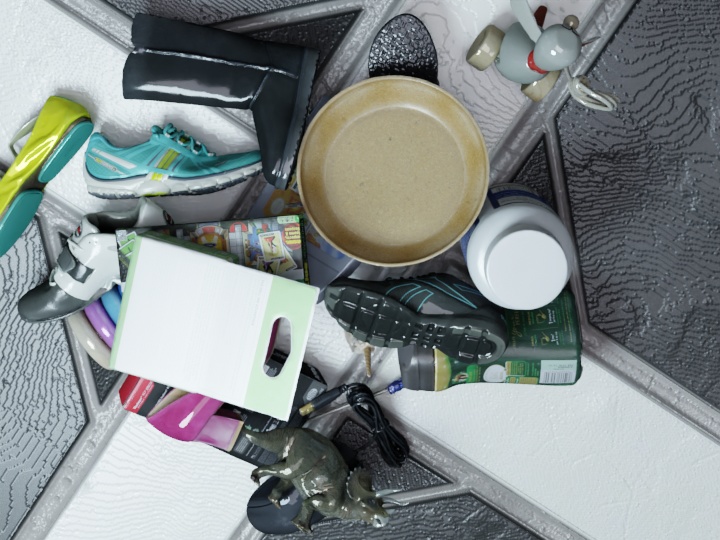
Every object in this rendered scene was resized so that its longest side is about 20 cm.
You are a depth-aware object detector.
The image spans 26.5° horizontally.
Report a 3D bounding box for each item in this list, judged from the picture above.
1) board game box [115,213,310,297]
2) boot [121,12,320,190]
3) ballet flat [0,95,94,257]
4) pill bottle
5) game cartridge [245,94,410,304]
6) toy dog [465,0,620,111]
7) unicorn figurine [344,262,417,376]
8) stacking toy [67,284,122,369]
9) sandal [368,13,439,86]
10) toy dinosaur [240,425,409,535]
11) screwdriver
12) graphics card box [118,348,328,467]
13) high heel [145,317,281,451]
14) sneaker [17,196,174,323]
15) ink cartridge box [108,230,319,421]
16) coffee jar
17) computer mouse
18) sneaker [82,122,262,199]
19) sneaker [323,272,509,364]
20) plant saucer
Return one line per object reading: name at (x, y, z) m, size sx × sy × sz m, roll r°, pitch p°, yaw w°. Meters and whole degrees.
board game box at (-0.153, 0.000, 1.582) m, size 0.200 × 0.023 × 0.105 m, roll -5°, pitch 98°, yaw 12°
boot at (-0.155, -0.178, 1.607) m, size 0.200 × 0.066 × 0.165 m, roll 12°, pitch 71°, yaw -1°
ballet flat at (-0.367, -0.104, 1.657) m, size 0.067 × 0.067 × 0.200 m, roll 38°, pitch 97°, yaw 13°
pill bottle at (0.164, -0.022, 1.605) m, size 0.111 × 0.200 × 0.111 m, roll 0°, pitch 103°, yaw 0°
game cartridge at (-0.035, -0.073, 1.636) m, size 0.133 × 0.042 × 0.200 m, roll 30°, pitch 88°, yaw 18°
toy dog at (0.192, -0.240, 1.578) m, size 0.132 × 0.200 × 0.096 m, roll 30°, pitch 84°, yaw -32°
unicorn figurine at (0.000, 0.000, 1.674) m, size 0.137 × 0.074 × 0.200 m, roll -46°, pitch 74°, yaw 6°
stacking toy at (-0.220, 0.019, 1.676) m, size 0.200 × 0.085 × 0.085 m, roll -37°, pitch 101°, yaw 3°
sandal at (0.056, -0.184, 1.653) m, size 0.075 × 0.045 × 0.200 m, roll -11°, pitch 117°, yaw 7°
toy dinosaur at (-0.054, 0.221, 1.659) m, size 0.200 × 0.077 × 0.102 m, roll 43°, pitch 78°, yaw 9°
screwdriver at (0.017, 0.144, 1.728) m, size 0.200 × 0.028 × 0.029 m, roll -26°, pitch 73°, yaw 2°
graphics card box at (-0.150, 0.130, 1.684) m, size 0.200 × 0.051 × 0.126 m, roll 27°, pitch 102°, yaw -25°
high heel at (-0.150, 0.088, 1.609) m, size 0.096 × 0.067 × 0.200 m, roll 20°, pitch 98°, yaw -16°
sneaker at (-0.294, -0.018, 1.646) m, size 0.200 × 0.074 × 0.089 m, roll -29°, pitch 124°, yaw 4°
ink cartridge box at (-0.146, 0.055, 1.550) m, size 0.200 × 0.048 × 0.146 m, roll 15°, pitch 100°, yaw 9°
coffee jar at (0.139, 0.078, 1.677) m, size 0.200 × 0.104 × 0.085 m, roll -2°, pitch 148°, yaw 0°
computer mouse at (-0.047, 0.215, 1.703) m, size 0.200 × 0.046 × 0.141 m, roll -29°, pitch 119°, yaw -5°
sneaker at (-0.200, -0.119, 1.647) m, size 0.200 × 0.078 × 0.080 m, roll -2°, pitch 91°, yaw -2°
sneaker at (0.060, 0.041, 1.614) m, size 0.200 × 0.079 × 0.075 m, roll 16°, pitch 136°, yaw -4°
plant saucer at (0.034, -0.101, 1.591) m, size 0.200 × 0.035 × 0.201 m, roll -1°, pitch 83°, yaw 4°
